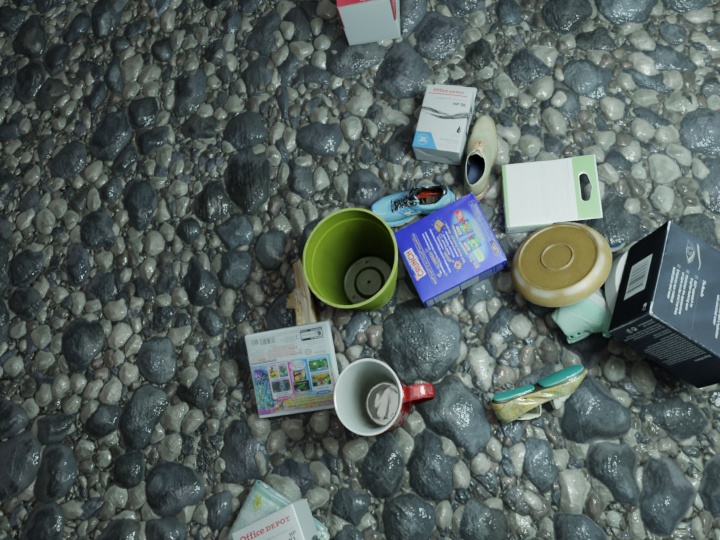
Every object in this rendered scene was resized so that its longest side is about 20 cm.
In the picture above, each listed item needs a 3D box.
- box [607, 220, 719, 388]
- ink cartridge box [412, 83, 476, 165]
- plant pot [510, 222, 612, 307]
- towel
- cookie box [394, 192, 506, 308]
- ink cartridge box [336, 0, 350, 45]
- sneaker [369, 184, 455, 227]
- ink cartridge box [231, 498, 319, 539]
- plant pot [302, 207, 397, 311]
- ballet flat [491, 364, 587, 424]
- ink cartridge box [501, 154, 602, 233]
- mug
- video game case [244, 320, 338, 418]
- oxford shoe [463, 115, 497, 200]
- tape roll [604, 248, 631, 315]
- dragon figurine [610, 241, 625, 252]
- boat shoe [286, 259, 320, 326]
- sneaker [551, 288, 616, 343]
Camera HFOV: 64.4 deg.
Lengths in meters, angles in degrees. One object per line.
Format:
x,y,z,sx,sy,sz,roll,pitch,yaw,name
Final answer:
0.567,0.062,1.001,0.197,0.118,0.199,30,63,-1,box
0.199,-0.359,1.333,0.113,0.068,0.206,10,76,17,ink cartridge box
0.390,-0.021,1.129,0.195,0.028,0.204,-18,47,20,plant pot
-0.178,0.561,1.172,0.196,0.048,0.174,26,81,20,towel
0.191,-0.042,1.238,0.196,0.075,0.175,-26,70,6,cookie box
0.022,-0.708,1.440,0.140,0.145,0.206,-5,73,13,ink cartridge box
0.112,-0.159,1.285,0.194,0.090,0.081,-13,71,12,sneaker
-0.143,0.569,1.092,0.142,0.084,0.204,-27,70,7,ink cartridge box
0.000,0.000,1.212,0.194,0.193,0.207,-4,73,13,plant pot
0.356,0.248,1.122,0.195,0.071,0.072,-22,69,7,ballet flat
0.407,-0.164,1.232,0.194,0.048,0.150,-4,73,13,ink cartridge box
0.053,0.263,1.118,0.173,0.200,0.137,18,78,18,mug
-0.146,0.217,1.247,0.194,0.024,0.188,-10,92,11,video game case
0.271,-0.264,1.283,0.069,0.074,0.206,4,75,15,oxford shoe
0.561,0.051,1.089,0.197,0.037,0.209,6,67,-14,tape roll
0.446,-0.035,1.178,0.198,0.059,0.101,-36,69,3,dragon figurine
-0.135,0.076,1.289,0.067,0.074,0.205,-15,71,3,boat shoe
0.475,0.114,1.134,0.198,0.074,0.119,37,122,2,sneaker
